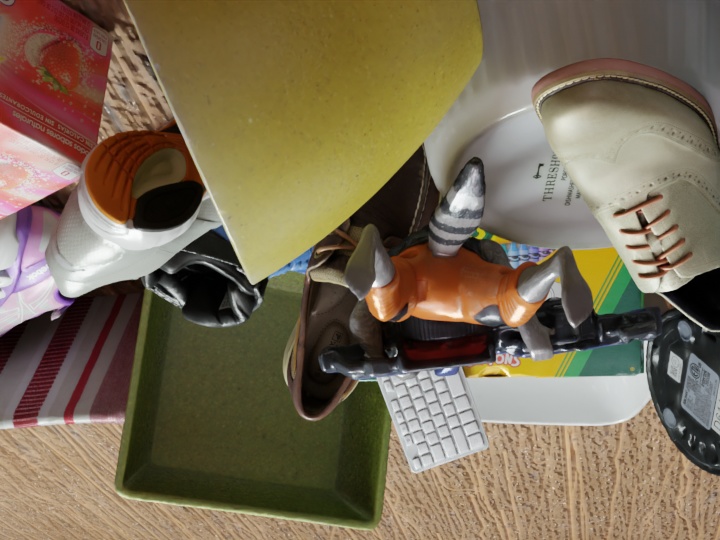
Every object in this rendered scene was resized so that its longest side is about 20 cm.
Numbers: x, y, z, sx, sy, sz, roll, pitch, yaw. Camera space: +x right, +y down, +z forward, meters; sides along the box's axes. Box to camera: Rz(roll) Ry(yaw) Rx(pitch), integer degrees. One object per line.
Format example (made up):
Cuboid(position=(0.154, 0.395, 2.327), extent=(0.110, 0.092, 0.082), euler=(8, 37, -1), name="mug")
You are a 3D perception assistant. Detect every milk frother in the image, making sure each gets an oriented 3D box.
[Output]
Cuboid(position=(0.329, 0.070, 0.805), extent=(0.187, 0.201, 0.181), euler=(-15, 143, -21), name="milk frother")

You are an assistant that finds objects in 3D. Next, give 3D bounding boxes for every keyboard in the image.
Cuboid(position=(0.027, 0.035, 0.802), extent=(0.056, 0.201, 0.011), euler=(-18, -169, 11), name="keyboard")

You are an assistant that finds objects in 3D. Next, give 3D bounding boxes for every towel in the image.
Cuboid(position=(-0.245, 0.073, 0.953), extent=(0.198, 0.145, 0.023), euler=(-5, 125, 13), name="towel")

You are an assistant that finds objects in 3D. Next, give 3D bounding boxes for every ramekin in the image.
Cuboid(position=(0.124, -0.089, 0.670), extent=(0.200, 0.095, 0.203), euler=(1, 152, 0), name="ramekin")

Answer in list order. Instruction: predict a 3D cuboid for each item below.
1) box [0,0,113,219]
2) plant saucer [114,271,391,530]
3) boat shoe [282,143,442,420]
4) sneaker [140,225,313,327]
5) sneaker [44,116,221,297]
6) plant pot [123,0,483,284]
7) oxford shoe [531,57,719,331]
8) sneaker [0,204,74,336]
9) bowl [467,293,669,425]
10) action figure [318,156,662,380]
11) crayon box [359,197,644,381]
Cuboid(position=(-0.242, -0.116, 0.639), extent=(0.102, 0.095, 0.199), euler=(-19, 146, 36), name="box")
Cuboid(position=(-0.074, 0.080, 0.906), extent=(0.198, 0.202, 0.048), euler=(11, 165, -18), name="plant saucer")
Cuboid(position=(0.000, 0.000, 0.755), extent=(0.072, 0.201, 0.072), euler=(23, -168, -2), name="boat shoe")
Cuboid(position=(-0.072, -0.003, 0.826), extent=(0.076, 0.112, 0.199), euler=(-21, 145, 37), name="sneaker")
Cuboid(position=(-0.109, -0.045, 0.699), extent=(0.092, 0.076, 0.200), euler=(-41, 173, 33), name="sneaker")
Cuboid(position=(-0.027, -0.114, 0.562), extent=(0.141, 0.201, 0.200), euler=(-24, 151, -4), name="plant pot")
Cuboid(position=(0.148, -0.033, 0.594), extent=(0.070, 0.074, 0.200), euler=(-19, 146, 34), name="oxford shoe")
Cuboid(position=(-0.252, 0.011, 0.906), extent=(0.088, 0.081, 0.200), euler=(7, 152, -26), name="sneaker")
Cuboid(position=(0.137, 0.055, 0.965), extent=(0.198, 0.075, 0.200), euler=(1, 152, -1), name="bowl")
Cuboid(position=(0.073, 0.003, 0.671), extent=(0.198, 0.106, 0.193), euler=(-6, 176, -4), name="action figure")
Cuboid(position=(0.089, 0.008, 0.825), extent=(0.198, 0.120, 0.058), euler=(-2, -167, 7), name="crayon box")
